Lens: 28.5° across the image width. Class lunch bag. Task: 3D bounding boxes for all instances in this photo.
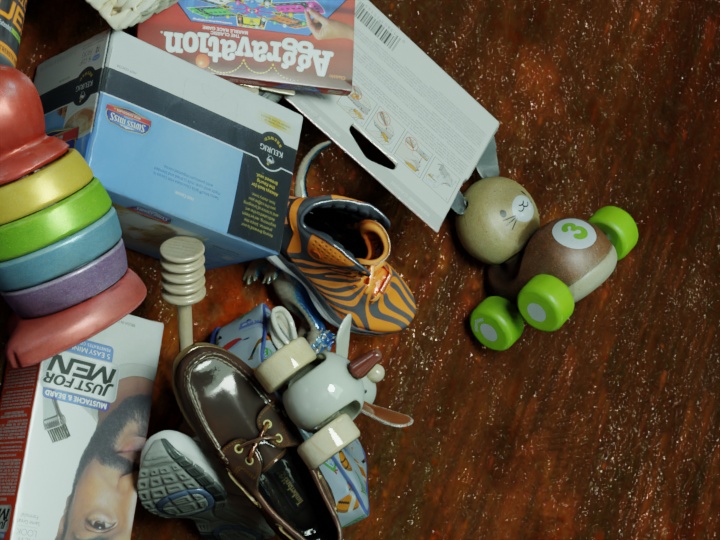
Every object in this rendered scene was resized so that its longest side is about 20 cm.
[{"bbox_3d":[-0.062,0.135,1.255,0.201,0.075,0.160,59,7,-20],"label":"lunch bag"}]

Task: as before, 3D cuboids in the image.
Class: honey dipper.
[{"bbox_3d":[-0.149,0.066,1.198,0.038,0.038,0.202,-28,133,-41],"label":"honey dipper"}]

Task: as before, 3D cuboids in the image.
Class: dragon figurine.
[{"bbox_3d":[-0.047,-0.015,1.338,0.099,0.059,0.202,27,70,-37],"label":"dragon figurine"}]

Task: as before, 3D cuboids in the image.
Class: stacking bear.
[{"bbox_3d":[-0.244,-0.051,1.033,0.113,0.121,0.201,-23,107,-7],"label":"stacking bear"}]

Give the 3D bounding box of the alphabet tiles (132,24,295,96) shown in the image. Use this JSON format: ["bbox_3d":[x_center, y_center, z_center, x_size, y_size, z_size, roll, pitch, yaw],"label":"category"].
[{"bbox_3d":[-0.132,-0.237,1.289,0.166,0.008,0.202,10,77,-15],"label":"alphabet tiles"}]

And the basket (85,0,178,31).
[{"bbox_3d":[-0.172,-0.285,1.147,0.124,0.135,0.200,51,16,-9],"label":"basket"}]

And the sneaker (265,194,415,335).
[{"bbox_3d":[0.000,0.000,1.264,0.199,0.112,0.078,34,68,-35],"label":"sneaker"}]

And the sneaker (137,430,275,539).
[{"bbox_3d":[-0.133,0.170,1.205,0.200,0.074,0.088,56,28,-60],"label":"sneaker"}]

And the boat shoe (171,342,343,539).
[{"bbox_3d":[-0.076,0.143,1.130,0.070,0.070,0.201,-40,109,-11],"label":"boat shoe"}]

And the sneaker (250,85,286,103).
[{"bbox_3d":[-0.093,-0.235,1.338,0.104,0.060,0.201,41,61,-19],"label":"sneaker"}]

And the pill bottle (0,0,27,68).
[{"bbox_3d":[-0.313,-0.212,1.105,0.106,0.106,0.202,17,72,-38],"label":"pill bottle"}]

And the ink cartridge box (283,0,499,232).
[{"bbox_3d":[0.026,-0.149,1.395,0.200,0.045,0.177,41,51,-12],"label":"ink cartridge box"}]

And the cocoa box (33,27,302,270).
[{"bbox_3d":[-0.170,-0.093,1.193,0.199,0.133,0.132,21,70,-37],"label":"cocoa box"}]

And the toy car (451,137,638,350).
[{"bbox_3d":[0.160,-0.050,1.481,0.164,0.157,0.201,-41,98,-36],"label":"toy car"}]

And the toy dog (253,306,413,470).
[{"bbox_3d":[-0.010,0.086,1.153,0.132,0.096,0.200,54,12,-13],"label":"toy dog"}]

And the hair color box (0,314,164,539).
[{"bbox_3d":[-0.233,0.129,1.149,0.110,0.064,0.202,19,72,-39],"label":"hair color box"}]

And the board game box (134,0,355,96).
[{"bbox_3d":[-0.103,-0.220,1.281,0.198,0.019,0.104,5,80,-16],"label":"board game box"}]
